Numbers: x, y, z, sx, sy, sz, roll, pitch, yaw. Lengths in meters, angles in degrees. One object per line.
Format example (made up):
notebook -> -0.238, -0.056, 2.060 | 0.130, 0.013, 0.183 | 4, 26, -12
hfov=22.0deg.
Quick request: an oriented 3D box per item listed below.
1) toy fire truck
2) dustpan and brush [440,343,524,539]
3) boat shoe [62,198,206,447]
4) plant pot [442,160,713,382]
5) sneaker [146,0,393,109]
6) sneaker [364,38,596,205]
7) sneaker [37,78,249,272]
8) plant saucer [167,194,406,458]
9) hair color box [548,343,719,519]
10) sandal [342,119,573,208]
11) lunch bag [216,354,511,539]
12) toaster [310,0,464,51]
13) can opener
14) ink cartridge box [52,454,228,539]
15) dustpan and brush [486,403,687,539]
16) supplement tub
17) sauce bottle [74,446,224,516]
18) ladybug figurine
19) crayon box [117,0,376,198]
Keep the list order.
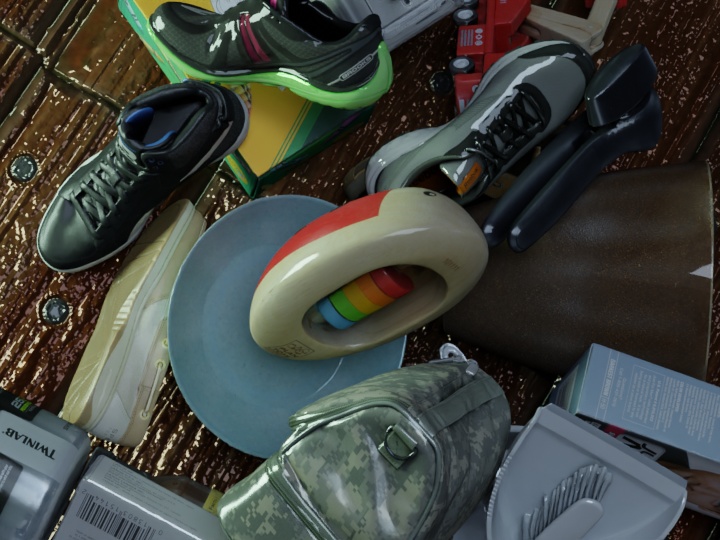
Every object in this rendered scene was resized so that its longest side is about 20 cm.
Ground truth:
toy fire truck -> 0.146, -0.195, 1.499 | 0.139, 0.049, 0.201 | -3, 42, 9
dustpan and brush -> 0.106, 0.151, 1.420 | 0.139, 0.057, 0.201 | -25, 80, -14
boat shoe -> -0.160, 0.043, 1.420 | 0.069, 0.074, 0.201 | 33, 67, -23
plant pot -> 0.164, 0.007, 1.429 | 0.198, 0.187, 0.189 | 2, 74, 5
sneaker -> -0.066, -0.182, 1.397 | 0.198, 0.085, 0.077 | 12, 31, 16
sneaker -> 0.097, -0.097, 1.397 | 0.199, 0.079, 0.074 | -37, 116, 7
sneaker -> -0.181, -0.078, 1.394 | 0.200, 0.112, 0.073 | -40, 79, 5
plant saucer -> -0.060, 0.043, 1.425 | 0.199, 0.039, 0.203 | 0, 90, -24
hair color box -> 0.243, 0.129, 1.376 | 0.198, 0.099, 0.061 | 19, 64, -4
sandal -> 0.086, -0.073, 1.476 | 0.198, 0.080, 0.054 | -13, 66, -5
lunch bag -> 0.017, 0.145, 1.309 | 0.168, 0.200, 0.140 | -43, 81, 18
toaster -> 0.007, -0.239, 1.466 | 0.113, 0.200, 0.130 | -31, 95, -4
can opener -> 0.156, -0.083, 1.373 | 0.200, 0.063, 0.079 | -46, 117, -22
ink cartridge box -> -0.143, 0.256, 1.351 | 0.199, 0.045, 0.177 | 29, 112, -1
dustpan and brush -> 0.131, 0.206, 1.355 | 0.139, 0.200, 0.057 | 29, 32, -15
supplement tub -> -0.307, 0.130, 1.340 | 0.199, 0.123, 0.123 | 27, 73, -1
sauce bottle -> -0.118, 0.195, 1.383 | 0.199, 0.065, 0.065 | 27, 73, 1
ladybug figurine -> 0.000, 0.000, 1.351 | 0.199, 0.135, 0.073 | -27, 55, 23
crayon box -> -0.093, -0.175, 1.488 | 0.118, 0.058, 0.201 | -34, 82, -15
